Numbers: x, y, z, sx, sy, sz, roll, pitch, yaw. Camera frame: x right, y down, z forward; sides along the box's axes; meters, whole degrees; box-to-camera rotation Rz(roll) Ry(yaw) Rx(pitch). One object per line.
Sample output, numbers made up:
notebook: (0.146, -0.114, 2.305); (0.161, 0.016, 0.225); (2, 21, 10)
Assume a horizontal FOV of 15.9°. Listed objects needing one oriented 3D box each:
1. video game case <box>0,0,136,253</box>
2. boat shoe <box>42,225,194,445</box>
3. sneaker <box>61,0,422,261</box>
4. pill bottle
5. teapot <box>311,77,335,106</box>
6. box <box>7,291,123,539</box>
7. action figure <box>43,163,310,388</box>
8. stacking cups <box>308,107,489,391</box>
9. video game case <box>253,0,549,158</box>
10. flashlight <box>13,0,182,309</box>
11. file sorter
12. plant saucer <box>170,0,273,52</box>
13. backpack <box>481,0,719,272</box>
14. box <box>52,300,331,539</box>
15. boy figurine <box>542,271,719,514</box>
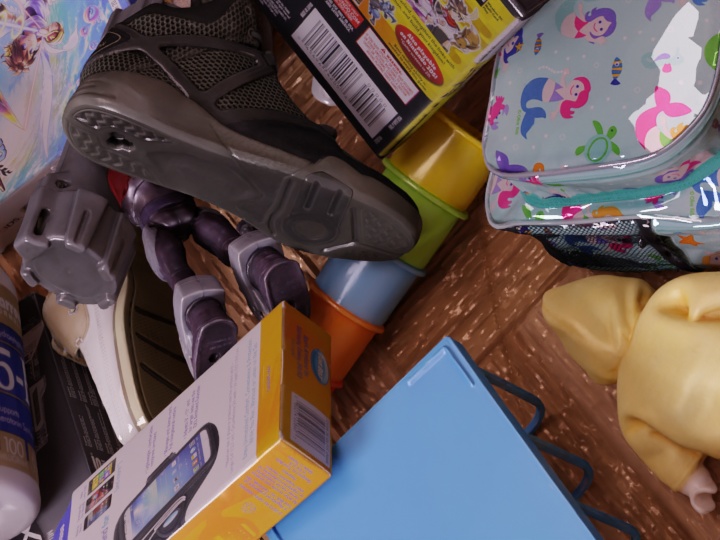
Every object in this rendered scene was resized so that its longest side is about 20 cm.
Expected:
video game case: (-0.213, -0.137, 1.617); (0.181, 0.045, 0.200); (-37, 59, 19)
boat shoe: (-0.144, 0.029, 1.506); (0.068, 0.075, 0.201); (-31, 50, 23)
sneaker: (-0.050, -0.082, 1.372); (0.076, 0.199, 0.115); (123, 168, -55)
pill bottle: (-0.251, 0.053, 1.473); (0.119, 0.120, 0.201); (-22, 63, 25)
teapot: (0.005, -0.234, 1.453); (0.200, 0.146, 0.198); (-35, 76, -14)
box: (-0.211, 0.138, 1.522); (0.157, 0.050, 0.201); (-33, 59, 20)
action figure: (-0.102, -0.020, 1.448); (0.130, 0.070, 0.200); (-23, 42, -13)
stacking cups: (0.000, 0.000, 1.426); (0.060, 0.060, 0.200); (43, 100, 35)
video game case: (-0.009, -0.173, 1.309); (0.200, 0.025, 0.181); (52, 149, 2)
flashlight: (-0.130, -0.064, 1.408); (0.067, 0.068, 0.200); (3, 47, 10)
file sorter: (0.075, 0.163, 1.285); (0.139, 0.123, 0.200); (-45, 56, 14)
plant saucer: (-0.099, -0.191, 1.485); (0.032, 0.200, 0.200); (-27, 58, -9)
backpack: (0.165, -0.093, 1.302); (0.199, 0.150, 0.178); (3, 75, 29)
box: (-0.093, 0.118, 1.347); (0.200, 0.041, 0.119); (-44, 25, 25)
boy figurine: (0.175, 0.058, 1.291); (0.200, 0.064, 0.125); (22, 107, 39)
